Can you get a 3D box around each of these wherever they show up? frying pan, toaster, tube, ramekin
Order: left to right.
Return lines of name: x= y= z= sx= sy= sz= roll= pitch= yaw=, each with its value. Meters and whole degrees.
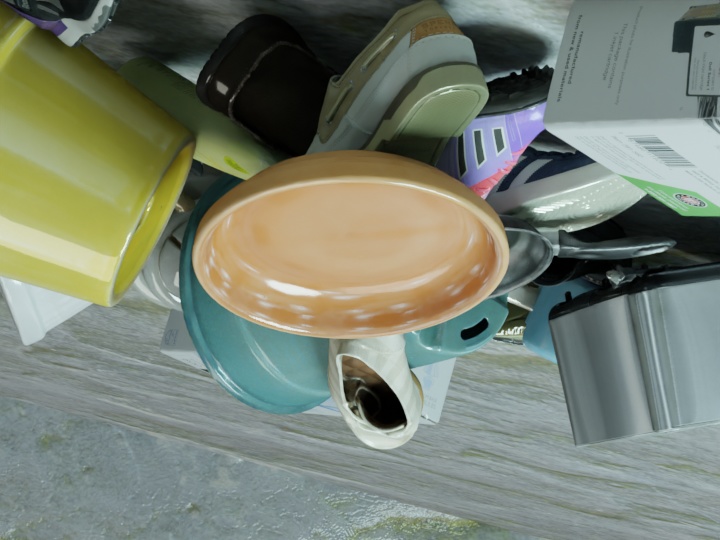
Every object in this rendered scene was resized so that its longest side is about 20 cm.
ramekin: x=-0.260 y=-0.051 z=1.672 sx=0.094 sy=0.203 sz=0.202 roll=-23 pitch=171 yaw=-10
tube: x=-0.101 y=-0.093 z=1.459 sx=0.058 sy=0.052 sz=0.200 roll=-23 pitch=-144 yaw=-33
frying pan: x=0.108 y=-0.018 z=1.424 sx=0.189 sy=0.031 sz=0.115 roll=-19 pitch=154 yaw=14
toaster: x=0.241 y=0.055 z=1.547 sx=0.199 sy=0.120 sz=0.181 roll=-7 pitch=173 yaw=-19

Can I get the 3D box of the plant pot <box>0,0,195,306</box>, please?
plant pot: x=-0.219 y=-0.075 z=1.410 sx=0.188 sy=0.202 sz=0.201 roll=26 pitch=167 yaw=3

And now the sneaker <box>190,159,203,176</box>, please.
sneaker: x=-0.198 y=-0.050 z=1.560 sx=0.071 sy=0.200 sz=0.080 roll=32 pitch=153 yaw=54

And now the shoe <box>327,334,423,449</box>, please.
shoe: x=0.006 y=0.083 z=1.522 sx=0.069 sy=0.054 sz=0.200 roll=5 pitch=149 yaw=10

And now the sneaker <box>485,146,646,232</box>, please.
sneaker: x=0.104 y=-0.067 z=1.459 sx=0.199 sy=0.085 sz=0.075 roll=-16 pitch=156 yaw=16

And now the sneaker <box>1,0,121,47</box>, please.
sneaker: x=-0.186 y=-0.187 z=1.273 sx=0.087 sy=0.076 sz=0.200 roll=25 pitch=165 yaw=-15

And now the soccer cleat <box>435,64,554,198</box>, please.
soccer cleat: x=0.077 y=-0.080 z=1.356 sx=0.068 sy=0.074 sz=0.200 roll=-25 pitch=-175 yaw=-29

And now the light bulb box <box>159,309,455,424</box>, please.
light bulb box: x=-0.042 y=0.052 z=1.977 sx=0.198 sy=0.126 sz=0.199 roll=26 pitch=164 yaw=-37

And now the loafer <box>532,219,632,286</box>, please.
loafer: x=0.145 y=-0.020 z=1.583 sx=0.068 sy=0.071 sz=0.200 roll=6 pitch=165 yaw=33

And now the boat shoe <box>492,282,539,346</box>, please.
boat shoe: x=0.128 y=0.033 z=1.821 sx=0.199 sy=0.072 sz=0.066 roll=10 pitch=162 yaw=2

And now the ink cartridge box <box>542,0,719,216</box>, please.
ink cartridge box: x=0.226 y=-0.090 z=1.170 sx=0.199 sy=0.085 sz=0.146 roll=2 pitch=162 yaw=44

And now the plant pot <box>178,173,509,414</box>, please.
plant pot: x=0.000 y=0.000 z=1.610 sx=0.200 sy=0.202 sz=0.195 roll=26 pitch=154 yaw=-39

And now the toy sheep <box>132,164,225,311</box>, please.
toy sheep: x=-0.145 y=-0.031 z=1.728 sx=0.137 sy=0.138 sz=0.200 roll=22 pitch=-161 yaw=-26

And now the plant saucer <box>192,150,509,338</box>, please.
plant saucer: x=-0.006 y=-0.019 z=1.338 sx=0.199 sy=0.038 sz=0.201 roll=-1 pitch=150 yaw=-1

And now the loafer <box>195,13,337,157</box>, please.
loafer: x=-0.035 y=-0.109 z=1.390 sx=0.071 sy=0.073 sz=0.200 roll=40 pitch=-171 yaw=26

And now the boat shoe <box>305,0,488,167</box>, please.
boat shoe: x=0.012 y=-0.093 z=1.327 sx=0.074 sy=0.069 sz=0.200 roll=0 pitch=153 yaw=-35

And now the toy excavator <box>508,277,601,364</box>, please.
toy excavator: x=0.152 y=0.028 z=1.718 sx=0.199 sy=0.100 sz=0.194 roll=24 pitch=-175 yaw=-20
